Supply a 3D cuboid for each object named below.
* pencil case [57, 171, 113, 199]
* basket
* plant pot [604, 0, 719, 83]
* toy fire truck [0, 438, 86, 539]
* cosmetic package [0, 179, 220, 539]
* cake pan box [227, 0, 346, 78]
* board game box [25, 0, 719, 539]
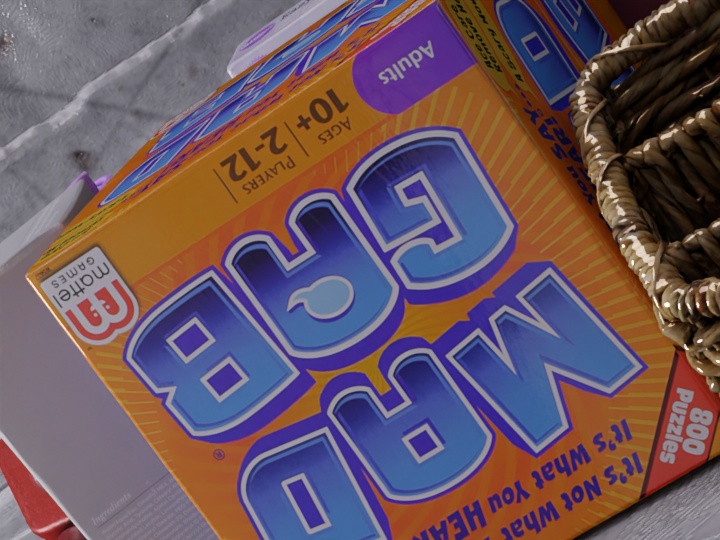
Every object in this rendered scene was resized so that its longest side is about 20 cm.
[{"bbox_3d":[-0.077,0.045,1.348,0.084,0.200,0.085,-51,9,-23],"label":"pencil case"},{"bbox_3d":[0.182,-0.046,1.001,0.200,0.149,0.143,-32,10,16],"label":"basket"},{"bbox_3d":[0.175,-0.169,1.259,0.200,0.200,0.179,-27,13,41],"label":"plant pot"},{"bbox_3d":[-0.118,0.072,1.550,0.199,0.112,0.169,-26,50,30],"label":"toy fire truck"},{"bbox_3d":[-0.094,0.067,1.262,0.090,0.200,0.107,-35,12,7],"label":"cosmetic package"},{"bbox_3d":[0.052,-0.093,1.591,0.200,0.185,0.052,-32,10,19],"label":"cake pan box"},{"bbox_3d":[0.027,-0.001,1.171,0.199,0.200,0.200,-32,9,21],"label":"board game box"}]
